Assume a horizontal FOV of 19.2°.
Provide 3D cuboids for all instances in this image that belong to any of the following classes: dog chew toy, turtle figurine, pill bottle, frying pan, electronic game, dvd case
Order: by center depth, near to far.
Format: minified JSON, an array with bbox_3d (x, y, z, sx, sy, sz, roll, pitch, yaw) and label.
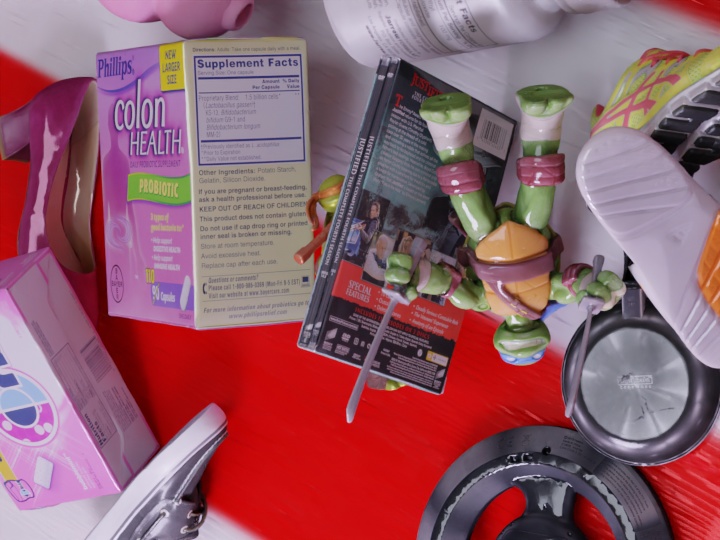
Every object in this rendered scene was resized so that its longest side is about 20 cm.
[{"bbox_3d":[0.093,-0.012,1.384,0.143,0.200,0.195,7,112,38],"label":"turtle figurine"},{"bbox_3d":[0.200,0.040,1.436,0.114,0.031,0.191,21,101,20],"label":"frying pan"},{"bbox_3d":[0.035,-0.027,1.437,0.022,0.146,0.201,14,86,40],"label":"dvd case"},{"bbox_3d":[0.082,-0.207,1.438,0.199,0.114,0.115,-7,91,32],"label":"pill bottle"},{"bbox_3d":[0.000,0.000,1.484,0.064,0.200,0.162,-13,111,23],"label":"turtle figurine"},{"bbox_3d":[0.128,0.209,1.489,0.199,0.042,0.202,-2,87,29],"label":"electronic game"},{"bbox_3d":[-0.160,-0.237,1.538,0.200,0.124,0.125,37,113,16],"label":"dog chew toy"}]

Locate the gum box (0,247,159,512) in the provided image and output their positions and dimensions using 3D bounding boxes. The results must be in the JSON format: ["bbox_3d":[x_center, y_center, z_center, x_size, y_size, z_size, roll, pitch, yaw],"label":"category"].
[{"bbox_3d":[-0.253,0.092,1.667,0.113,0.066,0.201,-14,112,34],"label":"gum box"}]

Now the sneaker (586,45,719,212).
[{"bbox_3d":[0.204,-0.113,1.370,0.200,0.078,0.091,-38,49,49],"label":"sneaker"}]

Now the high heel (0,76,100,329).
[{"bbox_3d":[-0.222,-0.049,1.681,0.095,0.067,0.201,-22,75,30],"label":"high heel"}]

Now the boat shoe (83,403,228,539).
[{"bbox_3d":[-0.154,0.188,1.658,0.066,0.070,0.200,41,111,0],"label":"boat shoe"}]

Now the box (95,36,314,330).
[{"bbox_3d":[-0.114,-0.064,1.545,0.176,0.096,0.202,6,98,63],"label":"box"}]

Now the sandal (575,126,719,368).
[{"bbox_3d":[0.202,-0.026,1.373,0.079,0.207,0.059,-38,29,4],"label":"sandal"}]
